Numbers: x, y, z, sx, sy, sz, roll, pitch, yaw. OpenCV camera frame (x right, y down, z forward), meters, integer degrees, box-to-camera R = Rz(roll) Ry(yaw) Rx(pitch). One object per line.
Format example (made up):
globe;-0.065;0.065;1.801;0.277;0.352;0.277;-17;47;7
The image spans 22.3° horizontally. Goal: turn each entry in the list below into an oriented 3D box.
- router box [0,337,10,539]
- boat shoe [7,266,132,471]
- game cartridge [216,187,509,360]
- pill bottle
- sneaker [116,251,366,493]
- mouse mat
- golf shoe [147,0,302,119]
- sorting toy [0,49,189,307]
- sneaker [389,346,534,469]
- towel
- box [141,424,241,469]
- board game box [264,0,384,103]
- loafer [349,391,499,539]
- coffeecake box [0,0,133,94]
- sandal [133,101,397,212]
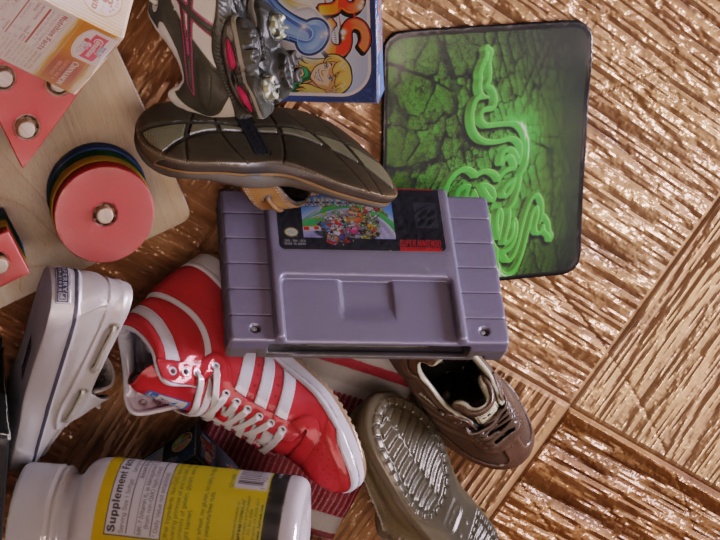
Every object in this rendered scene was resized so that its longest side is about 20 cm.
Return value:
router box;-0.281;0.165;1.264;0.062;0.150;0.202;3;111;-14
boat shoe;-0.203;0.071;1.263;0.065;0.072;0.201;6;133;-19
game cartridge;0.000;0.000;1.288;0.198;0.131;0.038;1;152;-13
pill bottle;-0.138;0.190;1.264;0.198;0.114;0.115;5;112;4
sneaker;-0.090;0.093;1.273;0.112;0.071;0.200;-35;84;-38
mouse mat;0.092;-0.083;1.345;0.160;0.008;0.202;-6;115;-13
golf shoe;-0.103;-0.192;1.165;0.087;0.077;0.202;-2;107;26
sorting toy;-0.236;-0.072;1.222;0.198;0.070;0.201;-25;116;-4
sneaker;0.079;0.101;1.366;0.070;0.076;0.200;-41;128;1
towel;-0.040;0.102;1.378;0.143;0.023;0.201;19;108;-24
box;-0.115;0.222;1.380;0.136;0.038;0.200;-32;118;16
board game box;-0.053;-0.212;1.207;0.134;0.035;0.202;1;114;9
loafer;0.037;0.174;1.391;0.067;0.076;0.201;-6;128;36
coffeecake box;-0.230;-0.224;1.109;0.199;0.154;0.073;26;142;-24
sandal;-0.068;-0.069;1.258;0.199;0.082;0.055;2;134;-33
